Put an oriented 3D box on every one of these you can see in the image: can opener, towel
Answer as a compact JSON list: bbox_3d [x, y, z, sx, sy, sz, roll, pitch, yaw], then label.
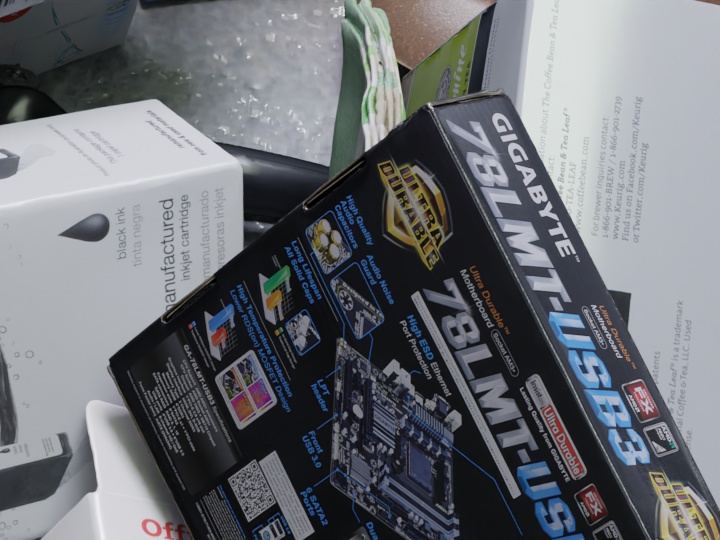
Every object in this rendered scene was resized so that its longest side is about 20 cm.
[{"bbox_3d":[-0.100,-0.045,1.279,0.200,0.079,0.063,4,14,-21],"label":"can opener"},{"bbox_3d":[0.000,0.000,1.175,0.023,0.153,0.200,3,34,-7],"label":"towel"}]

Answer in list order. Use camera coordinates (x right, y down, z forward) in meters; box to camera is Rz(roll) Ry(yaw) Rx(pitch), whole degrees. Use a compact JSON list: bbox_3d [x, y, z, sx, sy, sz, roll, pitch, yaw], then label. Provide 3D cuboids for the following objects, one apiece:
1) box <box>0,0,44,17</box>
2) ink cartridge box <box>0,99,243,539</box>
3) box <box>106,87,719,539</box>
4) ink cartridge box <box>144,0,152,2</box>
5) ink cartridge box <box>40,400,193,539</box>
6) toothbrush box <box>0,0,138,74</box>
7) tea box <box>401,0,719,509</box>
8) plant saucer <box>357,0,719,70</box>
[{"bbox_3d":[-0.176,-0.200,1.127,0.184,0.105,0.200,-24,72,-26],"label":"box"},{"bbox_3d":[-0.151,0.027,1.129,0.200,0.145,0.084,-12,26,-26],"label":"ink cartridge box"},{"bbox_3d":[0.020,0.070,1.028,0.050,0.198,0.200,-14,72,-48],"label":"box"},{"bbox_3d":[-0.037,-0.217,1.331,0.115,0.200,0.068,-9,55,-25],"label":"ink cartridge box"},{"bbox_3d":[-0.063,0.157,1.104,0.117,0.067,0.200,16,48,-33],"label":"ink cartridge box"},{"bbox_3d":[-0.186,-0.142,1.256,0.200,0.146,0.085,-25,66,-34],"label":"toothbrush box"},{"bbox_3d":[0.089,0.008,1.166,0.133,0.197,0.200,9,80,-14],"label":"tea box"},{"bbox_3d":[0.097,-0.125,1.363,0.200,0.037,0.200,8,26,-4],"label":"plant saucer"}]
